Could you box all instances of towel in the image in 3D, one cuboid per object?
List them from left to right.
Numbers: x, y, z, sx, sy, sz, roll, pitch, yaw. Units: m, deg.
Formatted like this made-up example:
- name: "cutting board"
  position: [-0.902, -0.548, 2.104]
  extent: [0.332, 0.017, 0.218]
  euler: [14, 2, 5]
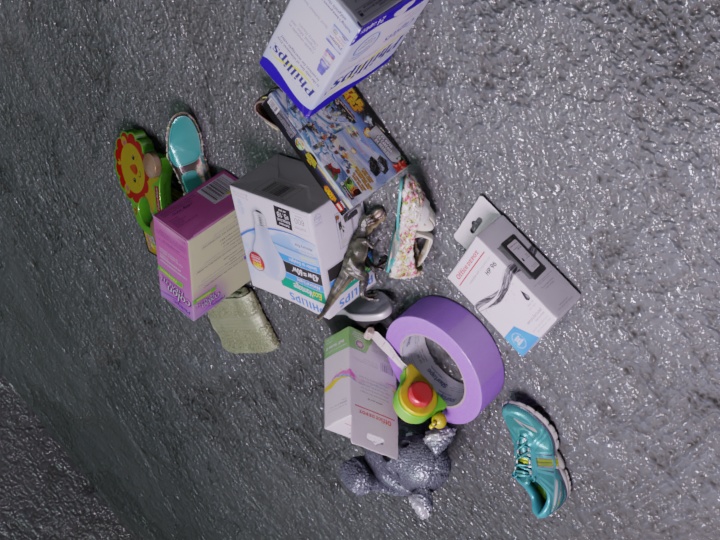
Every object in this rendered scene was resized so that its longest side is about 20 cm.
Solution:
- name: "towel"
  position: [-0.247, 0.105, 2.183]
  extent: [0.198, 0.036, 0.150]
  euler: [-5, 116, 52]

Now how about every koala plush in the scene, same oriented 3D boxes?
- name: "koala plush"
  position: [0.091, 0.317, 1.807]
  extent: [0.181, 0.181, 0.200]
  euler: [22, 173, -18]

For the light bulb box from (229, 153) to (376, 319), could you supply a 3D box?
- name: "light bulb box"
  position: [-0.093, -0.058, 1.777]
  extent: [0.196, 0.124, 0.203]
  euler: [20, 133, 39]

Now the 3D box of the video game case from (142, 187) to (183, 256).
- name: "video game case"
  position: [-0.388, -0.090, 2.194]
  extent: [0.179, 0.025, 0.203]
  euler: [27, 139, 34]

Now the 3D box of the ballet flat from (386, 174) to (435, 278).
- name: "ballet flat"
  position: [0.080, -0.064, 1.616]
  extent: [0.063, 0.077, 0.202]
  euler: [9, 140, 2]

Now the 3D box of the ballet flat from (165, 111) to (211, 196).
- name: "ballet flat"
  position: [-0.315, -0.199, 1.979]
  extent: [0.064, 0.074, 0.204]
  euler: [-119, 18, -62]

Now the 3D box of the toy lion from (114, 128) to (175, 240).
- name: "toy lion"
  position: [-0.418, -0.170, 2.102]
  extent: [0.190, 0.068, 0.204]
  euler: [16, 115, 46]

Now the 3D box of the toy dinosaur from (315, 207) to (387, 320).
- name: "toy dinosaur"
  position: [0.000, 0.000, 1.719]
  extent: [0.087, 0.203, 0.047]
  euler: [27, 178, -33]

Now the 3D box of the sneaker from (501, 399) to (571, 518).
- name: "sneaker"
  position: [0.270, 0.294, 1.684]
  extent: [0.077, 0.079, 0.203]
  euler: [-6, 114, 52]

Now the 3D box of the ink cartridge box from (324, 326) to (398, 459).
- name: "ink cartridge box"
  position: [0.001, 0.209, 1.761]
  extent: [0.116, 0.203, 0.067]
  euler: [27, 139, -37]

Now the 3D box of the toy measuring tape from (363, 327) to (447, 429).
- name: "toy measuring tape"
  position: [0.061, 0.182, 1.734]
  extent: [0.200, 0.073, 0.074]
  euler: [46, 145, 11]

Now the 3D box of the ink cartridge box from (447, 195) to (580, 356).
- name: "ink cartridge box"
  position: [0.201, 0.008, 1.529]
  extent: [0.200, 0.068, 0.116]
  euler: [47, 145, 11]

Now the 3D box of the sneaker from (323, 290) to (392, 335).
- name: "sneaker"
  position: [0.010, 0.095, 1.840]
  extent: [0.199, 0.070, 0.100]
  euler: [-5, 118, 58]

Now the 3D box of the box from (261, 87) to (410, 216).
- name: "box"
  position: [-0.034, -0.198, 1.573]
  extent: [0.201, 0.136, 0.040]
  euler: [54, 146, 0]

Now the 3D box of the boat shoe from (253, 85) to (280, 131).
- name: "boat shoe"
  position: [-0.081, -0.224, 1.675]
  extent: [0.199, 0.059, 0.073]
  euler: [35, 142, 25]

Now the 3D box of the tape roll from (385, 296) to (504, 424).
- name: "tape roll"
  position: [0.134, 0.144, 1.733]
  extent: [0.199, 0.065, 0.203]
  euler: [32, 140, 31]

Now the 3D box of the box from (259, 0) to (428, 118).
- name: "box"
  position: [-0.012, -0.326, 1.394]
  extent: [0.105, 0.183, 0.200]
  euler: [48, 146, 4]

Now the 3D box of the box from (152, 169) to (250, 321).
- name: "box"
  position: [-0.276, -0.046, 1.962]
  extent: [0.096, 0.175, 0.202]
  euler: [32, 141, 26]
